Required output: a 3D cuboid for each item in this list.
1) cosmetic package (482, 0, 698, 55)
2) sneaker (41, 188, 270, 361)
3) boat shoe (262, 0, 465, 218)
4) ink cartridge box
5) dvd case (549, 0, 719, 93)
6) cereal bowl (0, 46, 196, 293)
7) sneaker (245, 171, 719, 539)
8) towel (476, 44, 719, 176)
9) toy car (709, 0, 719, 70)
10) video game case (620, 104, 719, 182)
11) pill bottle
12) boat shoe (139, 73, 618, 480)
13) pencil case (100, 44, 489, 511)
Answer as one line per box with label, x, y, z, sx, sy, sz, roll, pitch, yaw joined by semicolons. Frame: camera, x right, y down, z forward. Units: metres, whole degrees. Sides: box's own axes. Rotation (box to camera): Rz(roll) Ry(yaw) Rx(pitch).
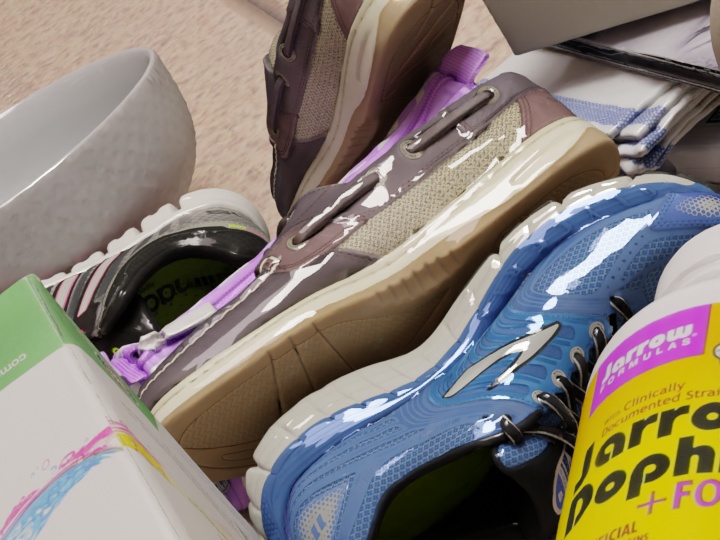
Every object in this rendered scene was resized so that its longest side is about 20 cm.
cosmetic package;0.139;-0.158;0.902;0.200;0.073;0.104;-13;28;41
sneaker;-0.112;0.037;1.009;0.200;0.074;0.087;-35;19;-12
boat shoe;-0.008;-0.081;0.995;0.072;0.065;0.200;-38;-13;-23
ink cartridge box;-0.062;0.116;0.696;0.087;0.145;0.200;-38;38;-3
dvd case;0.162;-0.125;0.925;0.149;0.016;0.200;-38;23;-10
cereal bowl;-0.157;-0.018;1.133;0.200;0.083;0.200;-31;18;12
sneaker;0.061;0.048;0.808;0.200;0.079;0.089;-40;41;-4
towel;0.144;-0.113;0.973;0.200;0.024;0.147;-40;24;-15
toy car;0.228;-0.065;0.718;0.177;0.185;0.200;-30;54;-22
video game case;0.153;-0.108;1.006;0.182;0.023;0.200;3;45;51
pill bottle;0.107;0.072;0.659;0.104;0.104;0.200;-20;29;27
boat shoe;0.000;0.000;0.858;0.200;0.072;0.065;-36;57;-9
pencil case;-0.012;0.005;0.935;0.200;0.086;0.084;-42;29;-17
